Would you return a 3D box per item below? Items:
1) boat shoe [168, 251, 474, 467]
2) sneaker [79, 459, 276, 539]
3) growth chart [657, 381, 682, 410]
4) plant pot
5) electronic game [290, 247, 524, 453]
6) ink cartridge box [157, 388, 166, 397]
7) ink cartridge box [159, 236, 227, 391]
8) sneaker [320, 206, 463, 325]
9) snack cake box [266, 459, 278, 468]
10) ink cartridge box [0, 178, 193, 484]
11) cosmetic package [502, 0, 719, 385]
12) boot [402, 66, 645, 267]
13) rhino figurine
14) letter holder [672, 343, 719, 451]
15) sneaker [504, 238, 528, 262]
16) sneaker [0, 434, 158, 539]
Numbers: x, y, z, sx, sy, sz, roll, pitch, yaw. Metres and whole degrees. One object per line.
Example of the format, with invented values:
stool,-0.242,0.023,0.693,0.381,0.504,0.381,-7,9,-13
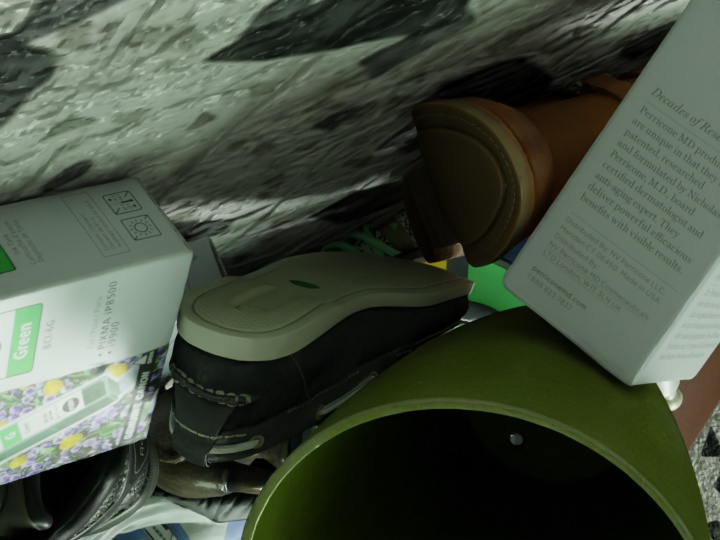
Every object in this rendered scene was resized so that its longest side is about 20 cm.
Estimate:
boat shoe,-0.015,0.032,0.723,0.071,0.068,0.199,16,-162,29
sneaker,-0.122,0.136,0.863,0.198,0.076,0.078,-2,115,-33
growth chart,0.194,-0.032,0.825,0.201,0.018,0.145,-57,152,-10
plant pot,0.065,0.096,0.696,0.186,0.188,0.200,-29,-168,24
electronic game,0.046,0.087,0.834,0.199,0.202,0.041,-14,-173,-39
ink cartridge box,-0.184,0.153,0.915,0.198,0.148,0.083,-19,166,-24
ink cartridge box,-0.179,0.058,0.769,0.199,0.041,0.200,-17,166,-29
sneaker,0.000,0.000,0.859,0.199,0.077,0.089,-9,130,-46
snack cake box,-0.011,0.118,0.954,0.067,0.116,0.199,27,173,-29
ink cartridge box,-0.165,0.039,0.603,0.199,0.050,0.110,-16,140,-36
cosmetic package,0.152,-0.055,0.656,0.201,0.071,0.101,-56,158,13
boot,0.104,-0.055,0.734,0.154,0.077,0.200,-21,170,-6
rhino figurine,-0.062,0.071,0.880,0.086,0.060,0.200,5,-166,7
letter holder,0.175,0.017,0.970,0.200,0.100,0.143,-49,151,-34
sneaker,0.149,-0.032,0.894,0.200,0.090,0.078,-36,163,35
sneaker,-0.187,0.113,0.720,0.198,0.077,0.114,-25,166,-7
